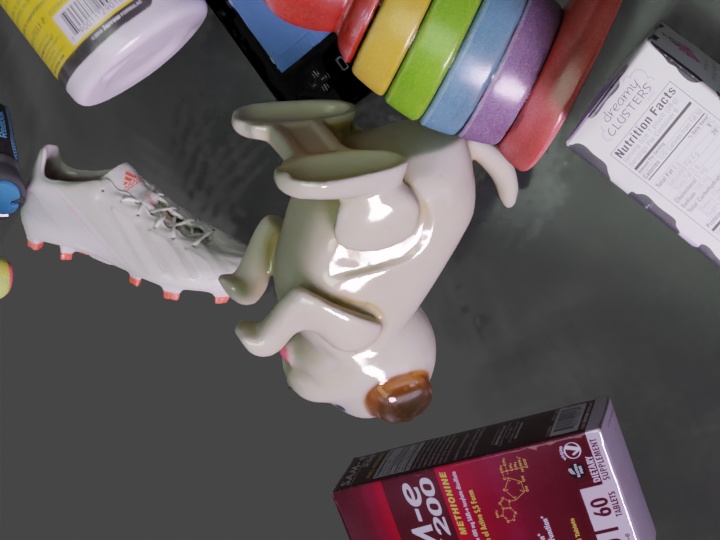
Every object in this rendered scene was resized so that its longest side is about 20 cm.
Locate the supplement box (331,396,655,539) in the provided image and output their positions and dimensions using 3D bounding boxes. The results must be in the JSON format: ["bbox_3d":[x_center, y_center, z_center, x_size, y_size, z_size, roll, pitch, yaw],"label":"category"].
[{"bbox_3d":[0.092,0.168,0.868,0.199,0.061,0.110,-18,100,22],"label":"supplement box"}]

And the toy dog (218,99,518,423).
[{"bbox_3d":[0.000,0.000,0.810,0.139,0.193,0.201,41,135,50],"label":"toy dog"}]

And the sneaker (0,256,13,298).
[{"bbox_3d":[-0.331,0.042,0.960,0.200,0.090,0.079,-35,59,42],"label":"sneaker"}]

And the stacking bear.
[{"bbox_3d":[0.033,-0.151,0.728,0.199,0.121,0.114,26,75,-3],"label":"stacking bear"}]

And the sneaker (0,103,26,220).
[{"bbox_3d":[-0.322,-0.057,0.940,0.199,0.073,0.083,-23,64,30],"label":"sneaker"}]

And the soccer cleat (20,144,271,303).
[{"bbox_3d":[-0.154,-0.033,0.886,0.199,0.069,0.078,16,107,16],"label":"soccer cleat"}]

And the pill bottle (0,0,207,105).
[{"bbox_3d":[-0.201,-0.219,0.820,0.111,0.111,0.201,-36,92,23],"label":"pill bottle"}]

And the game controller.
[{"bbox_3d":[-0.061,-0.189,0.805,0.201,0.042,0.104,54,146,-7],"label":"game controller"}]

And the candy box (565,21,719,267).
[{"bbox_3d":[0.222,-0.049,0.704,0.200,0.168,0.072,39,111,4],"label":"candy box"}]
